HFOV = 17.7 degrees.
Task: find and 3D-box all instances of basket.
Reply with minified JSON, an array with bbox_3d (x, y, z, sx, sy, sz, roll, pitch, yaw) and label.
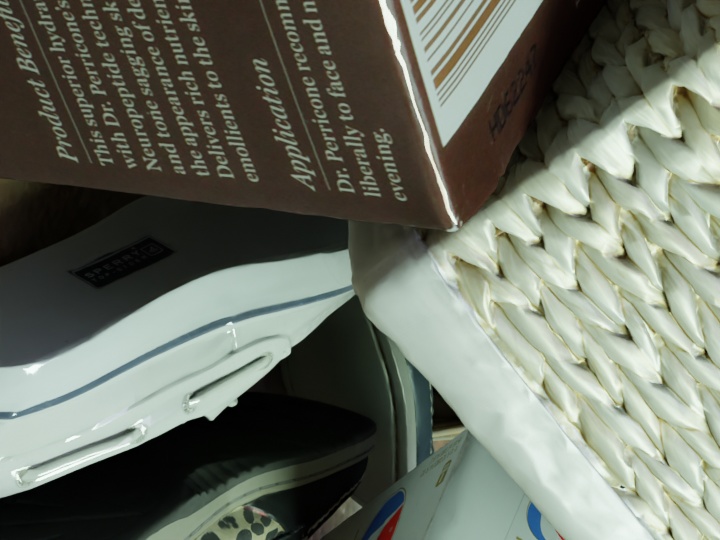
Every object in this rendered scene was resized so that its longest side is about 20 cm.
[{"bbox_3d":[0.111,-0.008,0.737,0.200,0.160,0.199,47,15,-18],"label":"basket"}]

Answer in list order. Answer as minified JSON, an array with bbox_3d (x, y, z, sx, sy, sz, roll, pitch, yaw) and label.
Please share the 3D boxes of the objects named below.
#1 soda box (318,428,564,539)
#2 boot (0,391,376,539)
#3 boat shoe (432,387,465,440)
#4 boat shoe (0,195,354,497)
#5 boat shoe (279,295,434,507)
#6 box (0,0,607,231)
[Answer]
[{"bbox_3d":[0.018,0.126,0.844,0.068,0.063,0.200,-64,-172,-27],"label":"soda box"},{"bbox_3d":[-0.066,0.135,0.814,0.203,0.073,0.155,-23,121,-57],"label":"boot"},{"bbox_3d":[0.083,0.032,0.926,0.064,0.199,0.072,-31,96,-50],"label":"boat shoe"},{"bbox_3d":[-0.063,0.018,0.777,0.199,0.073,0.066,-20,128,-35],"label":"boat shoe"},{"bbox_3d":[0.000,0.000,0.895,0.062,0.074,0.202,-34,117,-39],"label":"boat shoe"},{"bbox_3d":[-0.041,-0.133,0.656,0.165,0.199,0.167,-56,142,-37],"label":"box"}]
